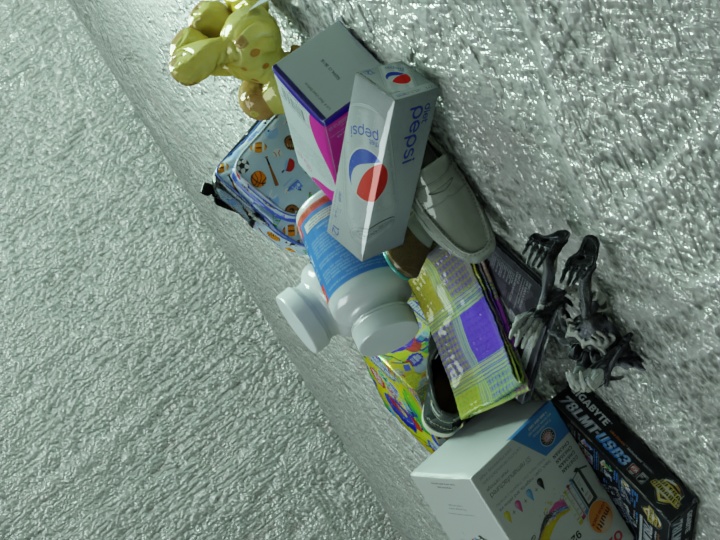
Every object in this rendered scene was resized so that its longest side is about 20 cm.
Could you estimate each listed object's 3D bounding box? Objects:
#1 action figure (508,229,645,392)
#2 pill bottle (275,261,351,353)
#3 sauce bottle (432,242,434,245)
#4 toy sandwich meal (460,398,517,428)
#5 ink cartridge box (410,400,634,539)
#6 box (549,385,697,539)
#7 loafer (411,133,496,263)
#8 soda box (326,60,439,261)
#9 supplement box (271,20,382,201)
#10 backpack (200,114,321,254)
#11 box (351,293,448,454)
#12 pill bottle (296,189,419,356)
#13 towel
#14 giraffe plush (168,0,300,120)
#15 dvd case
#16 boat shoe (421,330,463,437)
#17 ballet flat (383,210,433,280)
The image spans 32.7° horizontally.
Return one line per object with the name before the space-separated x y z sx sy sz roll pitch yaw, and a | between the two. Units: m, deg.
action figure | 0.203 0.056 1.181 0.118 0.102 0.202 27 150 42
pill bottle | -0.010 0.016 1.671 0.116 0.199 0.116 51 168 15
sauce bottle | 0.134 0.034 1.487 0.200 0.064 0.065 44 164 38
toy sandwich meal | 0.183 0.215 1.596 0.206 0.070 0.206 56 -164 -25
ink cartridge box | 0.190 0.278 1.439 0.202 0.147 0.144 57 153 -9
box | 0.305 0.251 1.434 0.199 0.049 0.201 46 165 33
loafer | 0.077 -0.095 1.337 0.201 0.070 0.070 52 177 16
soda box | 0.021 -0.114 1.296 0.063 0.068 0.202 39 133 32
supplement box | -0.022 -0.175 1.436 0.101 0.103 0.201 48 165 25
backpack | -0.086 -0.124 1.672 0.190 0.201 0.154 43 171 -8
box | 0.105 0.158 1.801 0.200 0.121 0.194 40 161 50
pill bottle | 0.000 0.000 1.536 0.113 0.111 0.202 78 170 -63
towel | 0.118 0.062 1.412 0.143 0.022 0.203 -36 71 56
giraffe plush | -0.127 -0.265 1.566 0.198 0.174 0.163 -8 135 38
dvd case | 0.144 0.032 1.394 0.200 0.016 0.151 47 138 39
boat shoe | 0.117 0.101 1.516 0.070 0.203 0.068 8 154 5
ballet flat | 0.060 -0.052 1.439 0.068 0.072 0.200 46 -168 -12
